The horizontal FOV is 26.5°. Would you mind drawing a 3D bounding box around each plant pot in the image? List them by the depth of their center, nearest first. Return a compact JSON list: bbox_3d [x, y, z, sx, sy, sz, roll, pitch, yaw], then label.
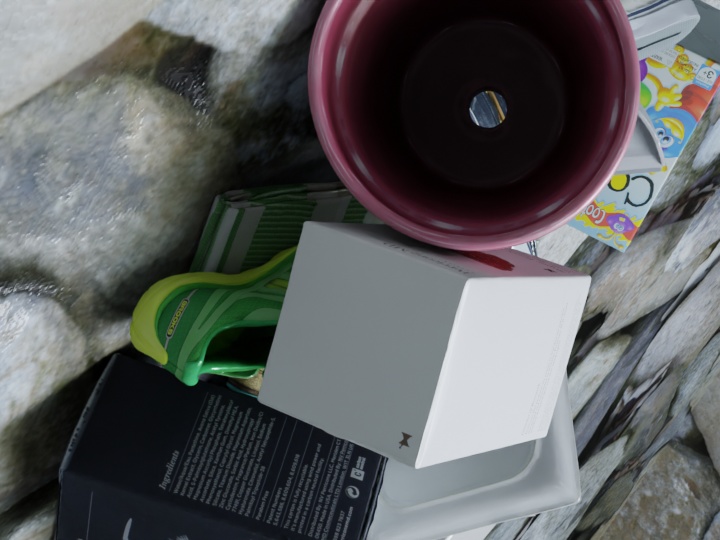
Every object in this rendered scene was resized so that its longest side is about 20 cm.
[{"bbox_3d":[0.075,-0.113,0.980,0.200,0.200,0.179,-52,176,5],"label":"plant pot"}]

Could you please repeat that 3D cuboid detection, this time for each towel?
[{"bbox_3d":[-0.038,-0.006,1.077,0.199,0.023,0.153,-11,138,-40],"label":"towel"}]

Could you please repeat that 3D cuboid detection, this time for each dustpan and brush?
[{"bbox_3d":[0.163,-0.143,1.234,0.057,0.139,0.201,-67,146,-50],"label":"dustpan and brush"}]

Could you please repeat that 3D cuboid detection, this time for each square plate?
[{"bbox_3d":[0.079,0.119,1.266,0.199,0.199,0.028,-20,146,27],"label":"square plate"}]

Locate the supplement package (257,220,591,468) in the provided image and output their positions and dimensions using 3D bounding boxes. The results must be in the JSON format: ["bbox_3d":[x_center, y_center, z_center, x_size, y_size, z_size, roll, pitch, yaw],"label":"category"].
[{"bbox_3d":[0.047,0.042,0.983,0.200,0.121,0.121,-1,109,-61],"label":"supplement package"}]

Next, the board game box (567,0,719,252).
[{"bbox_3d":[0.235,-0.136,1.326,0.201,0.104,0.103,-67,176,37],"label":"board game box"}]

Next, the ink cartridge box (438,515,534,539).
[{"bbox_3d":[0.059,0.178,1.398,0.125,0.200,0.128,-52,159,6],"label":"ink cartridge box"}]

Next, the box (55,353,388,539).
[{"bbox_3d":[-0.097,0.164,1.029,0.148,0.199,0.105,108,1,-47],"label":"box"}]

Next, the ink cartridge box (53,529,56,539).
[{"bbox_3d":[-0.165,0.227,1.199,0.164,0.075,0.201,-30,152,-41],"label":"ink cartridge box"}]

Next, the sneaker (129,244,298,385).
[{"bbox_3d":[-0.055,0.035,1.007,0.199,0.084,0.074,-17,142,-35],"label":"sneaker"}]

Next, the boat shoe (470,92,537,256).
[{"bbox_3d":[0.113,-0.069,1.177,0.091,0.071,0.201,-41,125,-28],"label":"boat shoe"}]

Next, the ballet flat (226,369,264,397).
[{"bbox_3d":[-0.046,0.078,1.214,0.071,0.071,0.200,-51,160,4],"label":"ballet flat"}]

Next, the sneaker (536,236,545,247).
[{"bbox_3d":[0.100,-0.051,1.267,0.075,0.081,0.200,-53,158,12],"label":"sneaker"}]

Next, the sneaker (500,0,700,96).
[{"bbox_3d":[0.165,-0.182,1.148,0.199,0.071,0.073,-22,161,-34],"label":"sneaker"}]
